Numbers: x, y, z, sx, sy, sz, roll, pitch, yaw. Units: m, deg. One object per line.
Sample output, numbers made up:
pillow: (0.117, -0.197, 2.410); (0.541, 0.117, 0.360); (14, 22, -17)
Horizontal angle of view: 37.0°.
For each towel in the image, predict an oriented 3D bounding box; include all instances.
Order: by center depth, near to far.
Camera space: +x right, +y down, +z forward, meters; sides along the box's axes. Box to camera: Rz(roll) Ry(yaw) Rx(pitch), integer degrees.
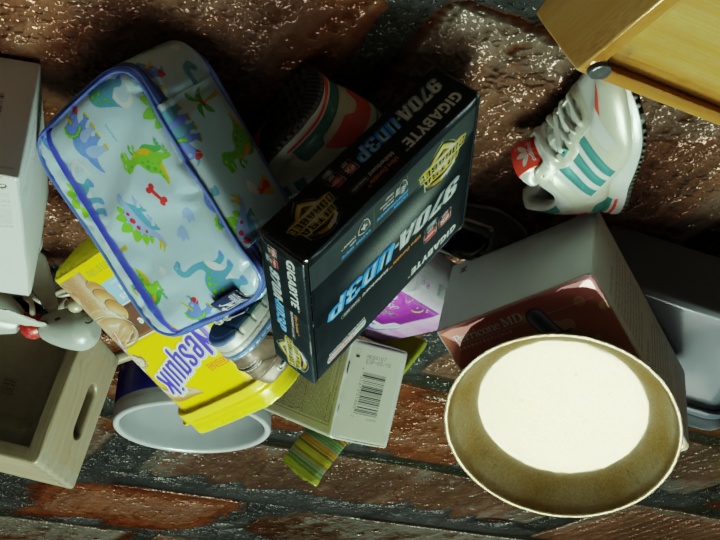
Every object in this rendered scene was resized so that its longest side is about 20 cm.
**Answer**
towel: (-0.005, 0.151, 1.202); (0.018, 0.200, 0.086); (45, 168, -25)

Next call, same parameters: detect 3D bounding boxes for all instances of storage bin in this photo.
storage bin: (0.294, 0.041, 1.055); (0.197, 0.147, 0.135); (18, 136, 0)

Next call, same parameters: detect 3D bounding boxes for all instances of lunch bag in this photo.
lunch bag: (-0.145, -0.054, 0.814); (0.160, 0.082, 0.202); (-21, 104, 42)

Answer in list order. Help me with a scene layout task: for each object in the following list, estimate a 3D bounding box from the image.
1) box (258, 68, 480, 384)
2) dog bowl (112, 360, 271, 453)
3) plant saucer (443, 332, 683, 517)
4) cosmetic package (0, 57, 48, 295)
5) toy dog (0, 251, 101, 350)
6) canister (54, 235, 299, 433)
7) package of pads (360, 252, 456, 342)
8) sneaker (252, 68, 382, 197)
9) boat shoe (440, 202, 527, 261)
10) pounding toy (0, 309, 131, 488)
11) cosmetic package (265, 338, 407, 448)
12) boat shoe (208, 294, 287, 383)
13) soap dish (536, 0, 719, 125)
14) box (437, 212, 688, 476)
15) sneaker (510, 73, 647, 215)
box: (0.009, -0.033, 0.807); (0.046, 0.200, 0.160); (33, 151, 21)
dog bowl: (-0.211, 0.164, 1.362); (0.197, 0.080, 0.201); (0, 154, 0)
plant saucer: (0.170, 0.125, 0.912); (0.197, 0.036, 0.202); (7, 124, 9)
cosmetic package: (-0.301, -0.072, 0.865); (0.084, 0.109, 0.200); (7, 151, -12)
toy dog: (-0.358, 0.018, 1.061); (0.197, 0.132, 0.097); (-2, 123, -12)
canister: (-0.162, 0.039, 0.971); (0.148, 0.087, 0.200); (-26, 113, 39)
package of pads: (0.000, 0.000, 1.037); (0.119, 0.077, 0.199); (-15, 149, 37)
sneaker: (-0.050, -0.079, 0.869); (0.092, 0.071, 0.199); (19, 145, -26)
boat shoe: (0.082, -0.035, 0.987); (0.199, 0.058, 0.066); (24, 145, -38)
pounding toy: (-0.355, 0.129, 1.209); (0.181, 0.202, 0.143); (10, 156, 14)
cosmetic package: (-0.039, 0.117, 1.157); (0.072, 0.105, 0.199); (16, 177, -28)
boat shoe: (-0.041, 0.005, 0.896); (0.073, 0.200, 0.072); (48, 163, -28)
soap dish: (0.239, -0.169, 0.697); (0.198, 0.082, 0.157); (13, 150, -26)
box: (0.184, 0.075, 0.963); (0.151, 0.107, 0.201); (-23, 115, 27)
sneaker: (0.167, -0.098, 0.847); (0.092, 0.071, 0.200); (-8, 155, 3)
